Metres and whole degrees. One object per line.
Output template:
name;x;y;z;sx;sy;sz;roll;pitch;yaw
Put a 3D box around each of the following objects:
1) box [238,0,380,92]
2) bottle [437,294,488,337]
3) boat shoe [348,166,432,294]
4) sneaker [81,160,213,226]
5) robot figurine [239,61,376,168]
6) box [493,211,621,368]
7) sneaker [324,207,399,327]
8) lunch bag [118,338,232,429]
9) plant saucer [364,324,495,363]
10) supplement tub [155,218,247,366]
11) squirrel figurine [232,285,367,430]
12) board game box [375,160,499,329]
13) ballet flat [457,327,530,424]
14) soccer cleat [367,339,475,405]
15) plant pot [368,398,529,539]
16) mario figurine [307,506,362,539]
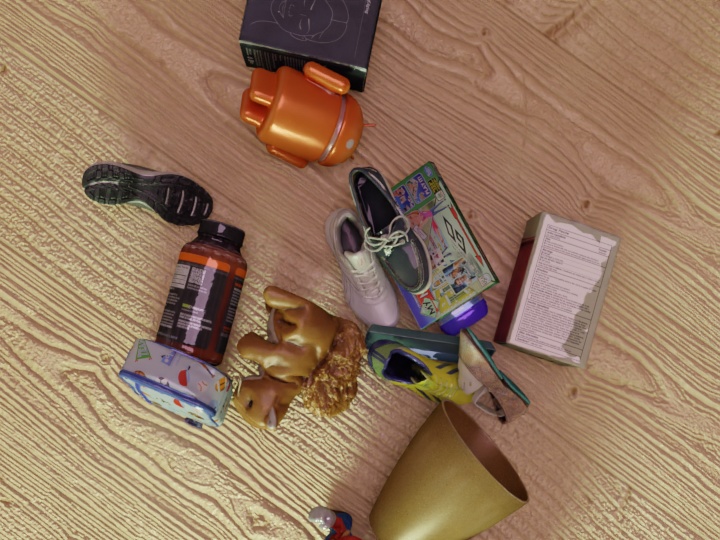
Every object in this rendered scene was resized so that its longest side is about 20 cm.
box;-0.066;-0.400;1.352;0.192;0.124;0.205;12;85;0
bottle;0.114;-0.002;1.365;0.082;0.065;0.203;-30;88;1
boat shoe;0.040;-0.059;1.288;0.074;0.062;0.204;-26;79;20
sneaker;-0.316;-0.124;1.351;0.196;0.079;0.076;16;103;-19
robot figurine;-0.078;-0.228;1.332;0.196;0.116;0.147;20;93;-20
box;0.292;0.031;1.349;0.125;0.109;0.205;17;86;-1
sneaker;0.000;0.000;1.342;0.077;0.099;0.203;-27;88;-3
lunch bag;-0.263;0.162;1.277;0.157;0.200;0.077;20;72;0
plant saucer;0.102;0.112;1.357;0.195;0.070;0.019;8;62;-5
supplement tub;-0.228;0.031;1.326;0.104;0.107;0.205;16;83;-1
squirrel figurine;-0.090;0.148;1.305;0.196;0.141;0.191;21;78;-9
board game box;0.098;-0.036;1.312;0.133;0.029;0.203;-33;77;19
ballet flat;0.184;0.165;1.321;0.067;0.068;0.200;-38;123;5
soccer cleat;0.099;0.160;1.327;0.197;0.084;0.066;24;93;-22
plant pot;0.112;0.326;1.302;0.200;0.186;0.187;-45;89;9
mario figurine;-0.045;0.398;1.266;0.123;0.200;0.106;41;85;1
